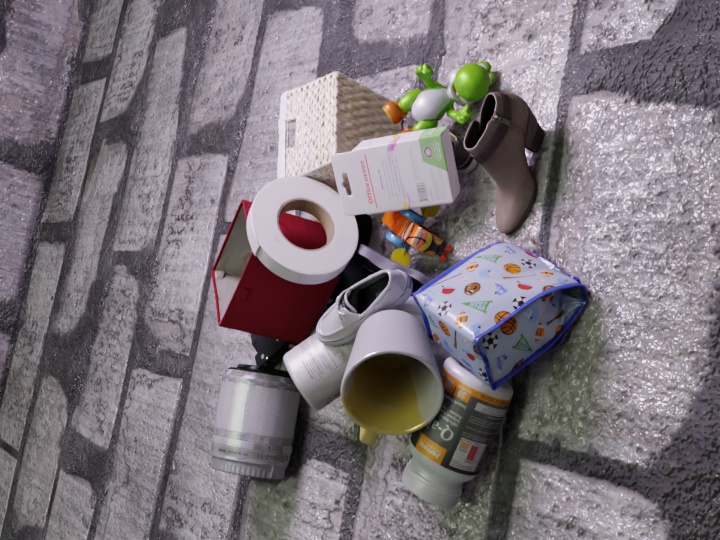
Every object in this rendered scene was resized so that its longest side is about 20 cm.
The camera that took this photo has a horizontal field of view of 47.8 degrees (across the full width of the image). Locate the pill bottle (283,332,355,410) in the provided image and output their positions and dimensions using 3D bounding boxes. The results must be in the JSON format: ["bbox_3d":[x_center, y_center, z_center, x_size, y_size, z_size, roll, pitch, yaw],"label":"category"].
[{"bbox_3d":[-0.025,0.141,1.411,0.198,0.115,0.115,-33,47,-1],"label":"pill bottle"}]

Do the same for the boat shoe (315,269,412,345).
[{"bbox_3d":[-0.009,0.054,1.311,0.199,0.065,0.075,-38,55,26],"label":"boat shoe"}]

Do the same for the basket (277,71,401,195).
[{"bbox_3d":[-0.038,-0.242,1.541,0.159,0.198,0.202,-17,65,43],"label":"basket"}]

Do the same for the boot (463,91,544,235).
[{"bbox_3d":[0.214,-0.170,1.258,0.070,0.145,0.204,14,89,48],"label":"boot"}]

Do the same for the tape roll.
[{"bbox_3d":[-0.101,-0.072,1.421,0.037,0.199,0.206,126,141,-54],"label":"tape roll"}]

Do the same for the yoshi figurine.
[{"bbox_3d":[0.141,-0.294,1.381,0.198,0.113,0.113,-31,45,5],"label":"yoshi figurine"}]

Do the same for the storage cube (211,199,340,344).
[{"bbox_3d":[-0.162,0.004,1.521,0.202,0.177,0.172,-60,29,28],"label":"storage cube"}]

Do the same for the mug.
[{"bbox_3d":[0.034,0.148,1.224,0.185,0.150,0.154,-36,23,20],"label":"mug"}]

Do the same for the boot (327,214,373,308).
[{"bbox_3d":[0.000,-0.001,1.513,0.162,0.073,0.201,39,107,46],"label":"boot"}]

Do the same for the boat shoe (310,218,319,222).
[{"bbox_3d":[-0.120,-0.063,1.681,0.198,0.072,0.077,-9,113,41],"label":"boat shoe"}]

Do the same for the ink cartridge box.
[{"bbox_3d":[0.059,-0.165,1.370,0.196,0.067,0.119,-6,111,21],"label":"ink cartridge box"}]

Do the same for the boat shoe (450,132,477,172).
[{"bbox_3d":[0.125,-0.224,1.448,0.200,0.060,0.073,22,94,50],"label":"boat shoe"}]

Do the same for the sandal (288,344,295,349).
[{"bbox_3d":[-0.045,0.166,1.527,0.210,0.078,0.070,27,74,44],"label":"sandal"}]

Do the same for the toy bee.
[{"bbox_3d":[0.098,-0.052,1.406,0.132,0.107,0.201,-53,18,29],"label":"toy bee"}]

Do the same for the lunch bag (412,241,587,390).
[{"bbox_3d":[0.209,0.052,1.193,0.199,0.125,0.170,-35,38,-15],"label":"lunch bag"}]

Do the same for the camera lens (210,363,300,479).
[{"bbox_3d":[-0.203,0.291,1.584,0.158,0.158,0.204,-3,75,49],"label":"camera lens"}]

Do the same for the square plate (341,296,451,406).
[{"bbox_3d":[0.078,0.142,1.319,0.194,0.028,0.204,11,85,14],"label":"square plate"}]

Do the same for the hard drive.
[{"bbox_3d":[-0.160,0.097,1.695,0.200,0.037,0.141,-45,47,32],"label":"hard drive"}]

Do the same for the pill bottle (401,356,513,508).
[{"bbox_3d":[0.142,0.243,1.226,0.116,0.115,0.203,31,101,49],"label":"pill bottle"}]

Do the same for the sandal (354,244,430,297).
[{"bbox_3d":[0.064,0.019,1.404,0.198,0.076,0.043,27,74,37],"label":"sandal"}]
